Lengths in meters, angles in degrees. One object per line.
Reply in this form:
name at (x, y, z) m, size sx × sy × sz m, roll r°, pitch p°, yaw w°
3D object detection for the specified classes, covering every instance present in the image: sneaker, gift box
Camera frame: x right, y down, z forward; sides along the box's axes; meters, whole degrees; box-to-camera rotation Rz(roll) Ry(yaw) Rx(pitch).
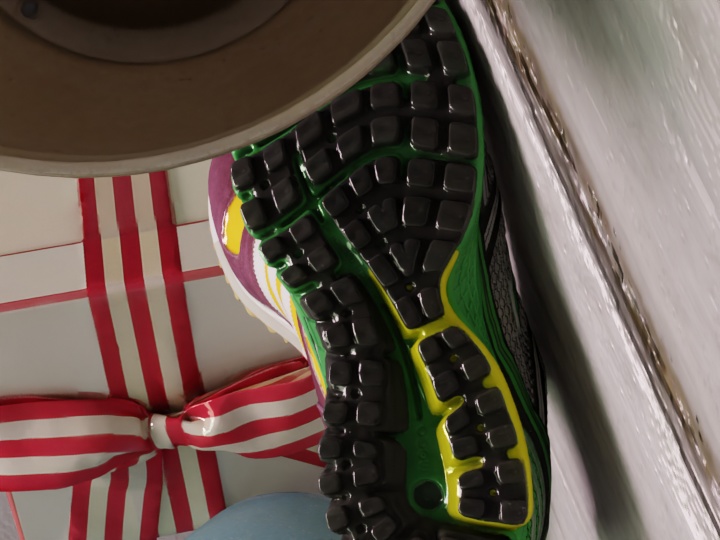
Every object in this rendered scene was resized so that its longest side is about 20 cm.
sneaker at (0.012, 0.004, 0.784) m, size 0.085 × 0.078 × 0.201 m, roll 20°, pitch -119°, yaw -74°
gift box at (-0.085, 0.027, 1.185) m, size 0.187 × 0.184 × 0.200 m, roll -102°, pitch -2°, yaw -48°
sneaker at (0.000, 0.000, 0.917) m, size 0.090 × 0.075 × 0.200 m, roll 95°, pitch 152°, yaw -49°

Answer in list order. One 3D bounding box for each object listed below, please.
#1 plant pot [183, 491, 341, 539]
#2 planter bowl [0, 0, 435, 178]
plant pot at (-0.028, 0.179, 1.134) m, size 0.200 × 0.199 × 0.135 m, roll 85°, pitch -166°, yaw -57°
planter bowl at (-0.061, -0.116, 0.641) m, size 0.135 × 0.200 × 0.201 m, roll 76°, pitch 177°, yaw -85°
